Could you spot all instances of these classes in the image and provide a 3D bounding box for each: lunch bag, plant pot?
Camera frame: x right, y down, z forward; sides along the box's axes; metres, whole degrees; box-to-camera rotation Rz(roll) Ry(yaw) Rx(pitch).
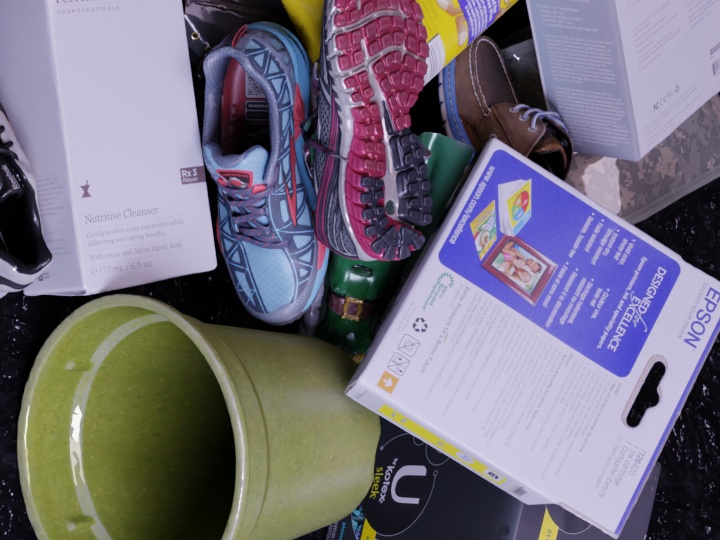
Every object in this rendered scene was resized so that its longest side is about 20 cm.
[{"bbox_3d":[0.177,-0.116,1.873,0.199,0.117,0.165,-26,100,-42],"label":"lunch bag"},{"bbox_3d":[-0.091,0.112,1.613,0.184,0.199,0.202,-4,90,-51],"label":"plant pot"}]

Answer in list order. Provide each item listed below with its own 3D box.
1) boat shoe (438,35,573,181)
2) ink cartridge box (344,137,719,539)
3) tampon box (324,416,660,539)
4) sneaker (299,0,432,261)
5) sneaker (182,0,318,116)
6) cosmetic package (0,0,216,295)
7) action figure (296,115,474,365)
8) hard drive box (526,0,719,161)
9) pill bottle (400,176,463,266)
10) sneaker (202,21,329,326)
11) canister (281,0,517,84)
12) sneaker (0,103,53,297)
[{"bbox_3d":[0.112,-0.079,1.724,0.072,0.072,0.201,8,64,-54],"label":"boat shoe"},{"bbox_3d":[0.121,0.047,1.630,0.199,0.047,0.198,33,69,-7],"label":"ink cartridge box"},{"bbox_3d":[0.087,0.186,1.732,0.126,0.199,0.151,24,72,-36],"label":"tampon box"},{"bbox_3d":[-0.007,-0.107,1.589,0.080,0.074,0.202,-2,93,-41],"label":"sneaker"},{"bbox_3d":[-0.085,-0.122,1.699,0.105,0.075,0.202,-2,90,-27],"label":"sneaker"},{"bbox_3d":[-0.170,-0.090,1.609,0.112,0.081,0.202,-12,96,-39],"label":"cosmetic package"},{"bbox_3d":[0.000,0.000,1.689,0.117,0.055,0.201,11,115,-2],"label":"action figure"},{"bbox_3d":[0.191,-0.203,1.733,0.156,0.076,0.201,-39,127,-40],"label":"hard drive box"},{"bbox_3d":[0.062,-0.012,1.779,0.200,0.110,0.111,43,63,-30],"label":"pill bottle"},{"bbox_3d":[-0.076,-0.060,1.617,0.095,0.079,0.202,-20,103,-69],"label":"sneaker"},{"bbox_3d":[0.041,-0.218,1.695,0.200,0.086,0.149,-43,117,-32],"label":"canister"},{"bbox_3d":[-0.241,-0.080,1.553,0.073,0.080,0.201,-24,101,-36],"label":"sneaker"}]
